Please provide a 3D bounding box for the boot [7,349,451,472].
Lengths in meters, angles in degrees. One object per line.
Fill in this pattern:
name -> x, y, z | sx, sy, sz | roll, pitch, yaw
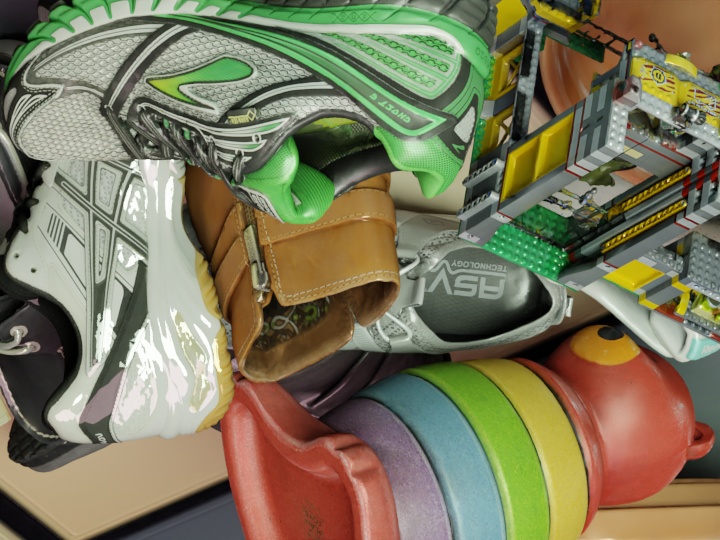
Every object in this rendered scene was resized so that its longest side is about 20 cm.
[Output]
boot -> -0.064, 0.070, 1.253 | 0.200, 0.070, 0.132 | -28, 128, 30

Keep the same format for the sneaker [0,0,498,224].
sneaker -> -0.049, -0.062, 0.971 | 0.199, 0.085, 0.078 | -4, 155, 26

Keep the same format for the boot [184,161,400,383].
boot -> -0.010, -0.062, 1.039 | 0.077, 0.156, 0.200 | 17, 137, -35

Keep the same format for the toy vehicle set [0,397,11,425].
toy vehicle set -> -0.214, -0.029, 1.113 | 0.026, 0.124, 0.200 | -29, 135, -8

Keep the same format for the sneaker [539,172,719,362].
sneaker -> 0.161, 0.009, 1.167 | 0.199, 0.089, 0.075 | 17, 134, -16

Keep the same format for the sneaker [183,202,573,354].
sneaker -> 0.000, 0.000, 1.141 | 0.199, 0.082, 0.075 | -2, 97, -21

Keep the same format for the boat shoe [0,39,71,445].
boat shoe -> -0.152, -0.001, 1.147 | 0.074, 0.060, 0.201 | 15, 126, 23

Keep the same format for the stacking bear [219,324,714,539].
stacking bear -> 0.056, 0.082, 1.120 | 0.199, 0.121, 0.114 | -17, 117, -27

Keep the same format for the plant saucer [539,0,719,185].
plant saucer -> 0.173, -0.105, 1.082 | 0.199, 0.038, 0.201 | 0, 137, 0

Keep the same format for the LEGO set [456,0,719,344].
LEGO set -> 0.136, -0.056, 0.998 | 0.200, 0.154, 0.116 | 32, 147, -19

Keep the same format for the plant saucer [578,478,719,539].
plant saucer -> 0.106, 0.119, 1.263 | 0.199, 0.032, 0.200 | -2, 175, 0

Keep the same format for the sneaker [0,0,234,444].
sneaker -> -0.114, -0.026, 1.066 | 0.087, 0.201, 0.076 | -13, 172, -11
